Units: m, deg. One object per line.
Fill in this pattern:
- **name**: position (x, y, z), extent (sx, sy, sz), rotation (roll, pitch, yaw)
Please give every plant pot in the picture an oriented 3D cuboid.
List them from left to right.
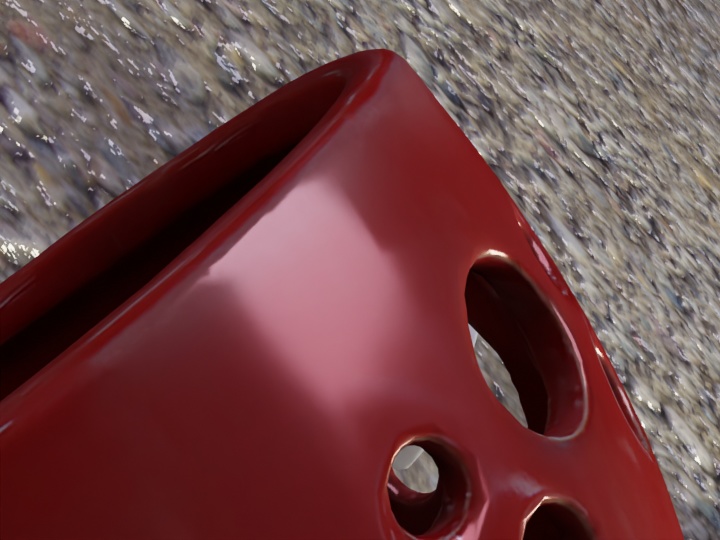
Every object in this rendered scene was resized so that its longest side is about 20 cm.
- **plant pot**: position (-0.023, 0.086, 0.466), extent (0.183, 0.200, 0.201), rotation (55, 18, -8)

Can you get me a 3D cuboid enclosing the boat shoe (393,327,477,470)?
- **boat shoe**: position (0.000, 0.000, 0.885), extent (0.066, 0.070, 0.201), rotation (26, 28, -14)
